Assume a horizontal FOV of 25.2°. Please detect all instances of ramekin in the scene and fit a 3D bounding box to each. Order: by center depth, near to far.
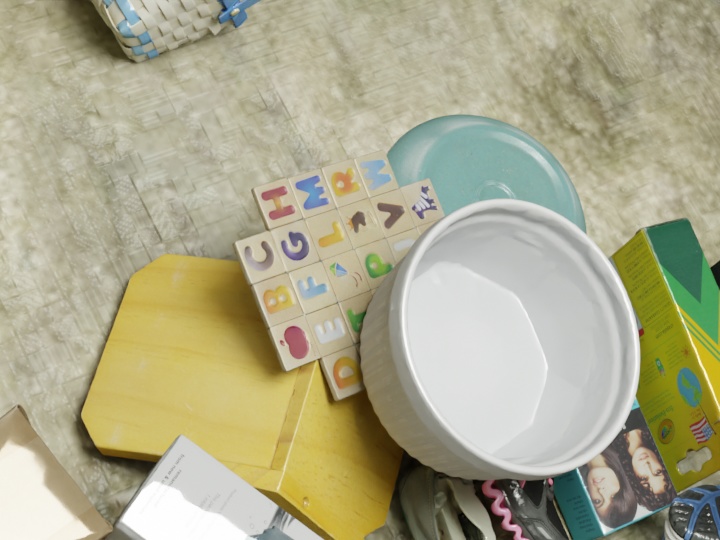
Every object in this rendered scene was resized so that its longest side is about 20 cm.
[{"bbox_3d":[0.094,0.059,1.174,0.199,0.105,0.202,9,70,-24],"label":"ramekin"}]

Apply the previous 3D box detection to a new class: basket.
[{"bbox_3d":[-0.142,-0.283,1.322,0.199,0.139,0.177,-32,79,3],"label":"basket"}]

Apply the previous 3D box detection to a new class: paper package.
[{"bbox_3d":[-0.281,0.201,1.039,0.200,0.191,0.104,-38,88,-29],"label":"paper package"}]

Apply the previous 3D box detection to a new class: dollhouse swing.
[{"bbox_3d":[-0.081,0.100,1.248,0.182,0.175,0.201,47,48,-45],"label":"dollhouse swing"}]

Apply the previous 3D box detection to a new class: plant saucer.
[{"bbox_3d":[0.111,-0.052,1.384,0.199,0.036,0.201,8,66,-17],"label":"plant saucer"}]

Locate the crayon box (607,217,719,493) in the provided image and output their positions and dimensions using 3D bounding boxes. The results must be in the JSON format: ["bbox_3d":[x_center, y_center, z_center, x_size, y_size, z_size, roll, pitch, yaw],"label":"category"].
[{"bbox_3d":[0.260,0.074,1.331,0.050,0.127,0.201,-12,73,-24],"label":"crayon box"}]

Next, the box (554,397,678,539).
[{"bbox_3d":[0.179,0.114,1.317,0.082,0.049,0.201,-18,80,-26],"label":"box"}]

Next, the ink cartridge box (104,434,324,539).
[{"bbox_3d":[-0.084,0.225,1.126,0.199,0.147,0.086,35,58,-3],"label":"ink cartridge box"}]

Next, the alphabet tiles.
[{"bbox_3d":[0.000,0.000,1.210,0.199,0.006,0.167,-20,87,-39],"label":"alphabet tiles"}]

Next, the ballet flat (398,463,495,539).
[{"bbox_3d":[0.082,0.232,1.214,0.067,0.064,0.201,8,53,-44],"label":"ballet flat"}]

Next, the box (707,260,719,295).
[{"bbox_3d":[0.360,0.046,1.336,0.124,0.200,0.149,-23,76,-27],"label":"box"}]

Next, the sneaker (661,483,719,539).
[{"bbox_3d":[0.308,0.212,1.325,0.199,0.077,0.076,-5,38,-39],"label":"sneaker"}]

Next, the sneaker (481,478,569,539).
[{"bbox_3d":[0.126,0.131,1.262,0.095,0.079,0.201,-28,87,2],"label":"sneaker"}]
